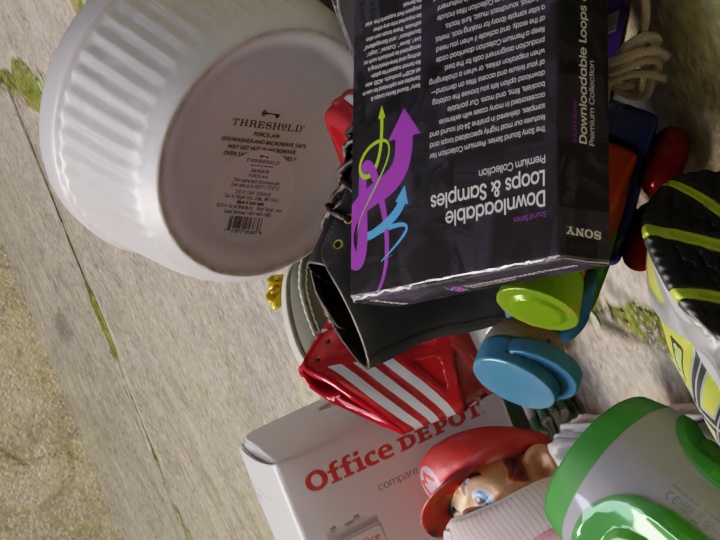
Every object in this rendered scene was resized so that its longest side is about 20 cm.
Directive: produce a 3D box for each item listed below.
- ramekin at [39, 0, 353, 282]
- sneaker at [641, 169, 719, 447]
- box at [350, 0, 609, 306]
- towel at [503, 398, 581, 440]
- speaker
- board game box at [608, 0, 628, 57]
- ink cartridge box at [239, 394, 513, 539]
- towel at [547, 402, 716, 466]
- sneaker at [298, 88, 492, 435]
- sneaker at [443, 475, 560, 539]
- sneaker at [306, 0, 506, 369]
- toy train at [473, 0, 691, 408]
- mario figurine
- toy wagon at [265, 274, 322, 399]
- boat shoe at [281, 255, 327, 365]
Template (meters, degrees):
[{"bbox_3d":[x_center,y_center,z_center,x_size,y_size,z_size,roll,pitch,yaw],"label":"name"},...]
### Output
[{"bbox_3d":[-0.080,-0.088,1.650,0.105,0.200,0.200,34,147,46],"label":"ramekin"},{"bbox_3d":[0.182,0.053,1.195,0.076,0.075,0.200,80,171,-66],"label":"sneaker"},{"bbox_3d":[0.051,-0.091,1.213,0.143,0.036,0.200,-11,73,51],"label":"box"},{"bbox_3d":[0.074,0.069,1.665,0.200,0.031,0.149,54,161,38],"label":"towel"},{"bbox_3d":[0.177,0.142,1.221,0.200,0.088,0.089,39,154,26],"label":"speaker"},{"bbox_3d":[0.068,-0.117,1.355,0.135,0.045,0.200,59,164,25],"label":"board game box"},{"bbox_3d":[0.035,0.166,1.615,0.200,0.146,0.083,68,167,-11],"label":"ink cartridge box"},{"bbox_3d":[0.179,0.155,1.342,0.200,0.032,0.191,-15,98,63],"label":"towel"},{"bbox_3d":[0.000,0.000,1.549,0.200,0.115,0.078,61,178,23],"label":"sneaker"},{"bbox_3d":[0.072,0.183,1.412,0.105,0.075,0.200,57,130,25],"label":"sneaker"},{"bbox_3d":[0.008,-0.057,1.357,0.200,0.106,0.075,65,166,8],"label":"sneaker"},{"bbox_3d":[0.093,-0.027,1.229,0.085,0.116,0.200,18,153,7],"label":"toy train"},{"bbox_3d":[0.100,0.167,1.500,0.200,0.124,0.106,41,-173,26],"label":"mario figurine"},{"bbox_3d":[-0.002,0.085,1.816,0.155,0.040,0.200,-88,-27,-66],"label":"toy wagon"},{"bbox_3d":[0.011,0.065,1.723,0.202,0.072,0.060,63,157,23],"label":"boat shoe"}]
